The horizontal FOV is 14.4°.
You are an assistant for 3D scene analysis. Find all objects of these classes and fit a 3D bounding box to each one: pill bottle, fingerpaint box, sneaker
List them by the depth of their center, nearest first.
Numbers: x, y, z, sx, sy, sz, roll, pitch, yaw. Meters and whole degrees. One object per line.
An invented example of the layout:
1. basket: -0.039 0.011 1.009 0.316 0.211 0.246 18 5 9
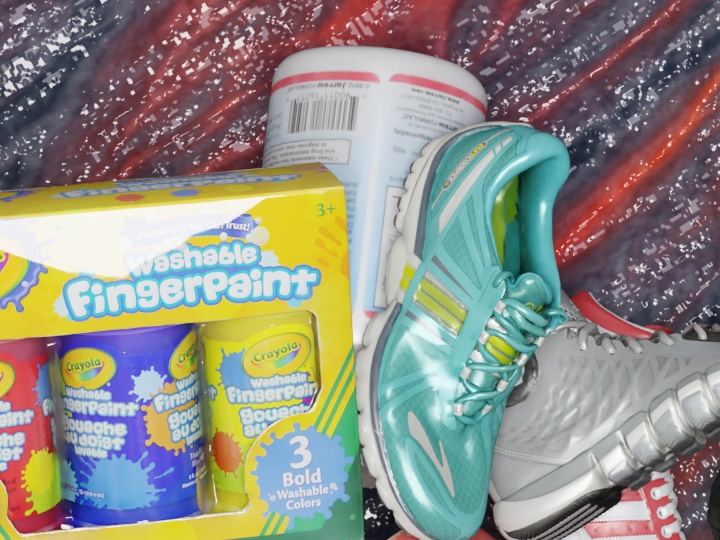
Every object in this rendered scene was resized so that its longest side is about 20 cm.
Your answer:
1. fingerpaint box: -0.104 0.046 1.249 0.200 0.073 0.167 -5 102 -9
2. sneaker: 0.050 0.026 1.286 0.080 0.078 0.200 -4 72 44
3. sneaker: 0.128 0.034 1.327 0.200 0.075 0.116 -32 73 6
4. pill bottle: 0.000 0.000 1.372 0.109 0.109 0.200 7 78 1
5. sneaker: 0.140 0.102 1.386 0.112 0.071 0.200 -39 82 -1

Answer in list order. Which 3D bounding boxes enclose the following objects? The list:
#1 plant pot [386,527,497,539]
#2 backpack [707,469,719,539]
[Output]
1. plant pot: 0.051 0.221 1.321 0.200 0.200 0.177 -41 74 -5
2. backpack: 0.272 0.145 1.347 0.200 0.167 0.127 32 92 -12
